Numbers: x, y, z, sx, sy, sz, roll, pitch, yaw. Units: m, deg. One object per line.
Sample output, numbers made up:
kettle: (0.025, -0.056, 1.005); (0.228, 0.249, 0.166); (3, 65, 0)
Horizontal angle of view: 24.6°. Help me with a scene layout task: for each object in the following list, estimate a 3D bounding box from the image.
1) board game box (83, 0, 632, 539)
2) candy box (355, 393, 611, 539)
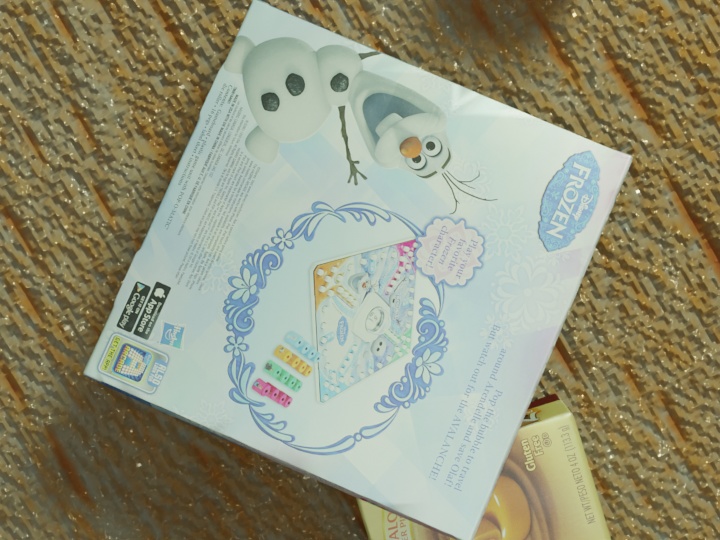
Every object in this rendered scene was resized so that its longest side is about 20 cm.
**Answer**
board game box: (0.000, 0.000, 0.793); (0.199, 0.043, 0.200); (23, 84, 5)
candy box: (0.078, 0.177, 0.836); (0.115, 0.055, 0.200); (-17, 96, 2)
